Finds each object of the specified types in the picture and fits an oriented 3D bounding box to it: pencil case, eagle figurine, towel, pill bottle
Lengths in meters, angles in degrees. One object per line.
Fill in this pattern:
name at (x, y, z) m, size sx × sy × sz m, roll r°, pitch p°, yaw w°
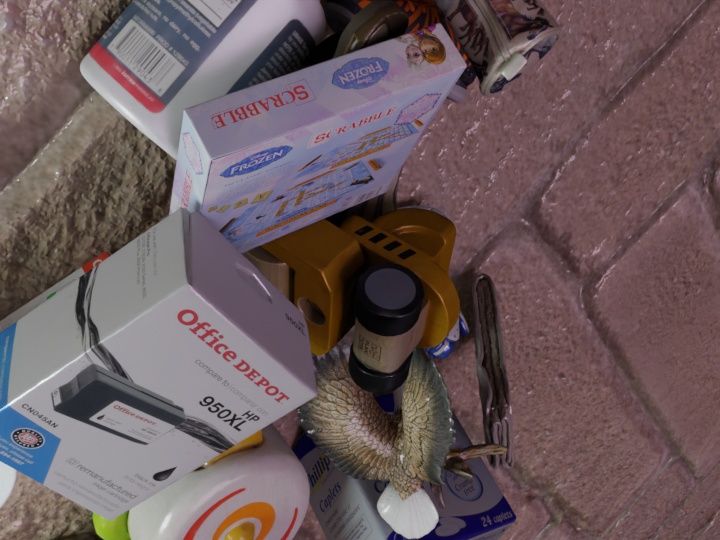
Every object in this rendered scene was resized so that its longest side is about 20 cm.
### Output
pencil case at (0.083, -0.237, 0.685) m, size 0.078 × 0.201 × 0.089 m, roll -34°, pitch 171°, yaw 33°
eagle figurine at (0.039, 0.162, 0.885) m, size 0.152 × 0.151 × 0.200 m, roll -41°, pitch 140°, yaw 0°
towel at (0.154, 0.122, 1.027) m, size 0.034 × 0.201 × 0.133 m, roll -5°, pitch 138°, yaw 6°
pill bottle at (-0.095, -0.182, 0.632) m, size 0.200 × 0.120 × 0.120 m, roll -48°, pitch 139°, yaw 1°

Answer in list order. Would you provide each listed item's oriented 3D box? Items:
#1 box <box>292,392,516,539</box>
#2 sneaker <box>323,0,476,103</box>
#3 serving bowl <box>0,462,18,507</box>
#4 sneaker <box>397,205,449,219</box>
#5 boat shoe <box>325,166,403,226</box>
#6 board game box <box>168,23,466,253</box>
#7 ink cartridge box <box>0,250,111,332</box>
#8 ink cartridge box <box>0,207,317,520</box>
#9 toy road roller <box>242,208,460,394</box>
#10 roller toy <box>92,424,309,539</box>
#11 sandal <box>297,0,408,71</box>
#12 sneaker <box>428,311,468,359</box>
box at (0.047, 0.254, 1.017) m, size 0.183 × 0.201 × 0.105 m, roll -7°, pitch 142°, yaw -37°
sneaker at (0.052, -0.231, 0.763) m, size 0.199 × 0.077 × 0.113 m, roll 12°, pitch 108°, yaw -55°
serving bowl at (-0.375, 0.145, 0.675) m, size 0.198 × 0.066 × 0.201 m, roll -14°, pitch 137°, yaw -13°
sneaker at (0.008, 0.000, 0.911) m, size 0.199 × 0.073 × 0.071 m, roll -30°, pitch 158°, yaw -16°
boat shoe at (-0.005, -0.096, 0.809) m, size 0.073 × 0.075 × 0.202 m, roll -14°, pitch 122°, yaw -20°
board game box at (-0.042, -0.084, 0.647) m, size 0.199 × 0.041 × 0.200 m, roll -25°, pitch 167°, yaw -24°
ink cartridge box at (-0.218, 0.047, 0.760) m, size 0.199 × 0.050 × 0.109 m, roll -37°, pitch 137°, yaw -13°
ink cartridge box at (-0.151, 0.072, 0.609) m, size 0.199 × 0.085 × 0.145 m, roll -33°, pitch 130°, yaw 14°
toy road roller at (0.000, 0.000, 0.791) m, size 0.146 × 0.199 × 0.123 m, roll -47°, pitch 157°, yaw -34°
roller toy at (-0.149, 0.230, 0.890) m, size 0.200 × 0.140 × 0.182 m, roll -49°, pitch 139°, yaw 2°
sandal at (-0.020, -0.160, 0.677) m, size 0.082 × 0.055 × 0.200 m, roll -44°, pitch 180°, yaw -16°
sneaker at (0.068, 0.054, 0.918) m, size 0.075 × 0.088 × 0.200 m, roll -39°, pitch 171°, yaw 25°
